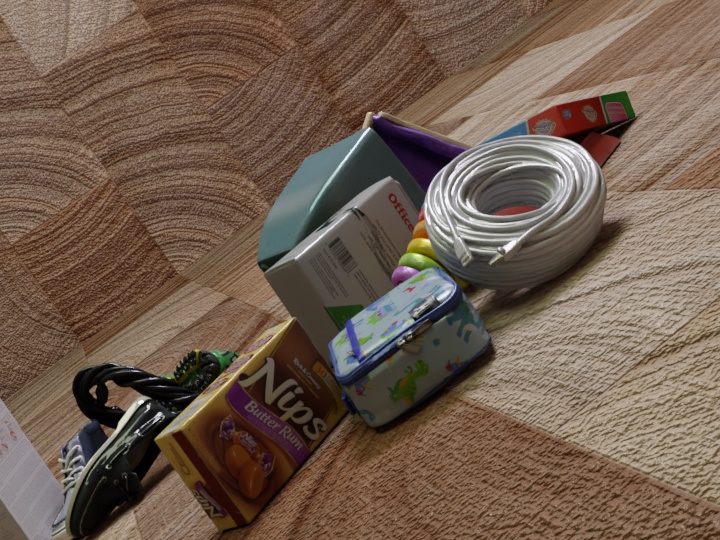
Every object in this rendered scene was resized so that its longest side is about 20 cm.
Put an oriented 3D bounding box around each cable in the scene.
[{"bbox_3d":[0.167,-0.066,1.314,0.198,0.070,0.200,-23,38,-9],"label":"cable"},{"bbox_3d":[-0.292,0.172,1.646,0.198,0.163,0.051,-15,41,39],"label":"cable"}]

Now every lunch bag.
[{"bbox_3d":[0.044,0.074,1.247,0.160,0.083,0.200,-37,9,3],"label":"lunch bag"}]

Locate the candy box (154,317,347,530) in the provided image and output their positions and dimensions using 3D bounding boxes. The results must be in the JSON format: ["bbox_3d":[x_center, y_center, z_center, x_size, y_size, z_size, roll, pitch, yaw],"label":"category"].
[{"bbox_3d":[-0.104,0.153,1.248,0.056,0.117,0.200,-24,15,43],"label":"candy box"}]

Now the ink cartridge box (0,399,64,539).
[{"bbox_3d":[-0.460,0.272,1.590,0.050,0.201,0.161,-32,10,9],"label":"ink cartridge box"}]

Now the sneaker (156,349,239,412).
[{"bbox_3d":[-0.240,0.175,1.746,0.085,0.079,0.199,0,-25,-46],"label":"sneaker"}]

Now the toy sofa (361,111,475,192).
[{"bbox_3d":[0.089,-0.158,1.783,0.098,0.198,0.084,-177,106,-81],"label":"toy sofa"}]

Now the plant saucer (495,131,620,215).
[{"bbox_3d":[0.223,-0.107,1.610,0.199,0.037,0.200,-26,14,43],"label":"plant saucer"}]

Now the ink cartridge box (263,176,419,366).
[{"bbox_3d":[0.000,0.000,1.527,0.200,0.147,0.083,-41,11,-35],"label":"ink cartridge box"}]

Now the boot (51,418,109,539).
[{"bbox_3d":[-0.372,0.275,1.602,0.072,0.091,0.200,-33,10,17],"label":"boot"}]

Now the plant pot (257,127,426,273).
[{"bbox_3d":[-0.029,-0.043,1.716,0.200,0.197,0.195,-50,17,-29],"label":"plant pot"}]

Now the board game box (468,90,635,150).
[{"bbox_3d":[0.261,-0.187,1.660,0.152,0.041,0.199,-25,-4,41],"label":"board game box"}]

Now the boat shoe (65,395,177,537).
[{"bbox_3d":[-0.292,0.251,1.526,0.065,0.075,0.200,16,52,22],"label":"boat shoe"}]

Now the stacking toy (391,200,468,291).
[{"bbox_3d":[0.079,0.008,1.425,0.201,0.110,0.116,-52,13,-23],"label":"stacking toy"}]
